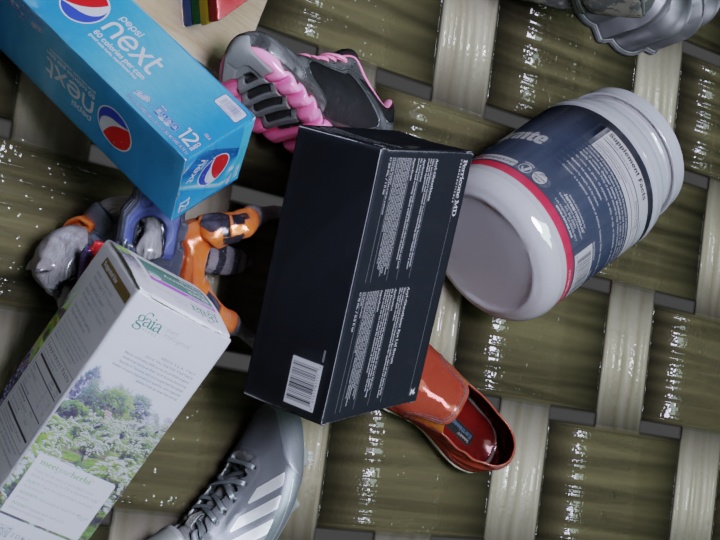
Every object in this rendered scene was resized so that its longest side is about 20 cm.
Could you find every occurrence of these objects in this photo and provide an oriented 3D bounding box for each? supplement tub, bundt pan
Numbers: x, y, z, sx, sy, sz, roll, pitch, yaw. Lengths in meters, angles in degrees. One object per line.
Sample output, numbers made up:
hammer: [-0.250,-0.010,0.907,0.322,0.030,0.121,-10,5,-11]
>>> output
supplement tub: [0.167,-0.060,1.307,0.200,0.140,0.141,-34,110,-34]
bundt pan: [0.279,-0.304,1.438,0.201,0.076,0.203,0,90,-39]

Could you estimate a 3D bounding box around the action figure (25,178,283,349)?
action figure: [-0.150,0.017,1.108,0.193,0.105,0.201,10,111,-31]

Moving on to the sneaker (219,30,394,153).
sneaker: [-0.034,-0.138,1.187,0.200,0.079,0.096,39,58,-48]

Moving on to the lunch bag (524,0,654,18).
lunch bag: [0.178,-0.322,1.307,0.139,0.167,0.201,42,60,-65]

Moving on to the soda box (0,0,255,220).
soda box: [-0.164,-0.131,1.021,0.064,0.068,0.200,-35,71,-33]

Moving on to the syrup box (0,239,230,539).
syrup box: [-0.181,0.089,1.017,0.079,0.081,0.200,30,99,-35]

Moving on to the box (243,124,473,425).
box: [0.000,0.000,1.131,0.141,0.079,0.201,-3,109,-57]

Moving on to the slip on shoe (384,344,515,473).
slip on shoe: [0.060,0.101,1.272,0.200,0.061,0.074,45,66,-28]

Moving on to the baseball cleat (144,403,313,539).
baseball cleat: [-0.103,0.185,1.136,0.106,0.070,0.201,23,75,-36]

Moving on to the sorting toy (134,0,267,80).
sorting toy: [-0.124,-0.273,1.121,0.200,0.069,0.200,31,71,-35]
